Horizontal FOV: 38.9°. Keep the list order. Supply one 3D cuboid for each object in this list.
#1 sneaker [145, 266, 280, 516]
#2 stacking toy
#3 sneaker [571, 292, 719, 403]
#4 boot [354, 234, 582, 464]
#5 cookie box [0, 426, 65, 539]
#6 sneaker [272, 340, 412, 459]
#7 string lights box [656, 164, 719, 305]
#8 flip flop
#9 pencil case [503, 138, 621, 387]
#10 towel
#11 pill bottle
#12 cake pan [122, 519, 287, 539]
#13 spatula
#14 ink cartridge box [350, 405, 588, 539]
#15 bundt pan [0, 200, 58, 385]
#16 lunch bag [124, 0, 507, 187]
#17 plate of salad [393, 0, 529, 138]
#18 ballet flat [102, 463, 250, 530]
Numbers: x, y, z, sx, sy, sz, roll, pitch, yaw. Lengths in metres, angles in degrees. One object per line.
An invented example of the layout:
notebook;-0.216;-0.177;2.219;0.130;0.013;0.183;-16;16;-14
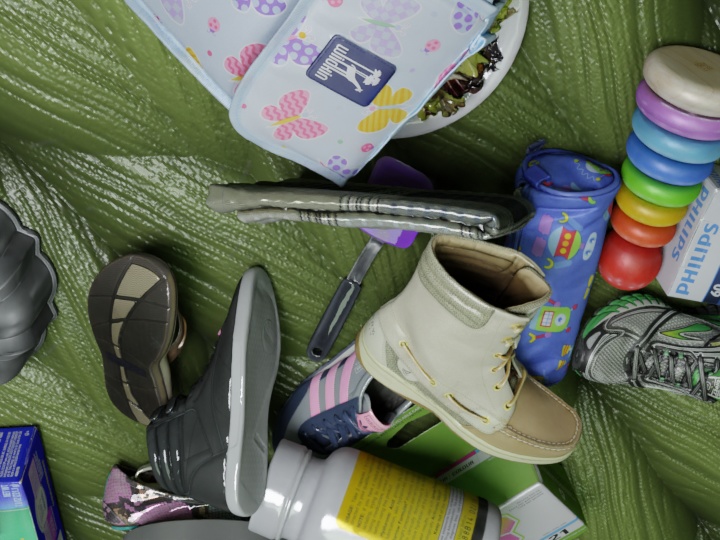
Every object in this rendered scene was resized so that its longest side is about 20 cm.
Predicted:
sneaker;-0.125;0.095;0.838;0.098;0.202;0.071;0;167;22
stacking toy;0.234;-0.071;0.808;0.084;0.086;0.201;6;128;-9
sneaker;0.273;0.070;0.871;0.198;0.085;0.079;-1;120;-17
boot;0.108;0.063;0.771;0.199;0.072;0.155;29;139;-4
cookie box;-0.386;0.236;0.933;0.198;0.075;0.173;-3;123;-2
sneaker;-0.008;0.120;0.893;0.070;0.082;0.200;34;113;-24
string lights box;0.356;-0.019;0.855;0.198;0.059;0.104;10;120;-12
flip flop;-0.176;0.056;0.853;0.081;0.058;0.201;24;138;17
pencil case;0.150;-0.001;0.835;0.086;0.078;0.202;-3;123;-16
towel;0.014;-0.040;0.713;0.198;0.192;0.035;7;98;15
pill bottle;0.011;0.217;0.865;0.198;0.112;0.112;21;119;2
cake pan;-0.135;0.269;0.950;0.198;0.037;0.201;0;153;0
spatula;0.000;0.000;0.854;0.056;0.021;0.201;25;119;-5
ink cartridge box;0.095;0.204;0.939;0.147;0.076;0.200;-34;131;15
bundt pan;-0.347;0.031;0.811;0.199;0.076;0.204;-3;123;-4
lunch bag;-0.029;-0.174;0.633;0.200;0.127;0.169;47;125;-2
plate of salad;0.025;-0.183;0.730;0.198;0.048;0.202;-3;121;-4
ballet flat;-0.140;0.204;0.950;0.198;0.069;0.072;2;97;-6
